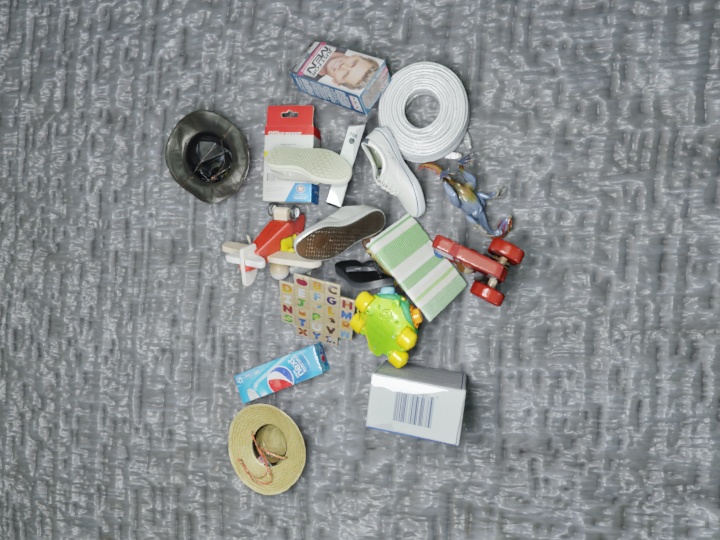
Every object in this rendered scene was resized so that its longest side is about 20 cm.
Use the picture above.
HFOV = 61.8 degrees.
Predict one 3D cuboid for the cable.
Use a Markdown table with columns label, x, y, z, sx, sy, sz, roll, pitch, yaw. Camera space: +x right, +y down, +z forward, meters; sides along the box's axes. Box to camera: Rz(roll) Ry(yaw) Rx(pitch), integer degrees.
| label | x | y | z | sx | sy | sz | roll | pitch | yaw |
| --- | --- | --- | --- | --- | --- | --- | --- | --- | --- |
| cable | 0.130 | -0.330 | 1.262 | 0.194 | 0.069 | 0.207 | -7 | 88 | 11 |

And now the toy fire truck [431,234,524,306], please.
| label | x | y | z | sx | sy | sz | roll | pitch | yaw |
| --- | --- | --- | --- | --- | --- | --- | --- | --- | --- |
| toy fire truck | 0.218 | -0.018 | 1.174 | 0.165 | 0.200 | 0.115 | 27 | 93 | 9 |

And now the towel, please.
| label | x | y | z | sx | sy | sz | roll | pitch | yaw |
| --- | --- | --- | --- | --- | --- | --- | --- | --- | --- |
| towel | 0.118 | -0.011 | 1.237 | 0.201 | 0.151 | 0.023 | 50 | 140 | 7 |

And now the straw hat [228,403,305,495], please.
| label | x | y | z | sx | sy | sz | roll | pitch | yaw |
| --- | --- | --- | --- | --- | --- | --- | --- | --- | --- |
| straw hat | -0.190 | 0.371 | 1.309 | 0.195 | 0.085 | 0.208 | 3 | 100 | 19 |

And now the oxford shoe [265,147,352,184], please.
| label | x | y | z | sx | sy | sz | roll | pitch | yaw |
| --- | --- | --- | --- | --- | --- | --- | --- | --- | --- |
| oxford shoe | -0.103 | -0.208 | 1.234 | 0.195 | 0.058 | 0.077 | 12 | 60 | 22 |

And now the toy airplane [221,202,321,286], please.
| label | x | y | z | sx | sy | sz | roll | pitch | yaw |
| --- | --- | --- | --- | --- | --- | --- | --- | --- | --- |
| toy airplane | -0.188 | -0.032 | 1.267 | 0.194 | 0.202 | 0.144 | -20 | 129 | -7 |

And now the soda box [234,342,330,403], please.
| label | x | y | z | sx | sy | sz | roll | pitch | yaw |
| --- | --- | --- | --- | --- | --- | --- | --- | --- | --- |
| soda box | -0.171 | 0.223 | 1.315 | 0.195 | 0.068 | 0.066 | -23 | 85 | 10 |

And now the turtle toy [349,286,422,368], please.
| label | x | y | z | sx | sy | sz | roll | pitch | yaw |
| --- | --- | --- | --- | --- | --- | --- | --- | --- | --- |
| turtle toy | 0.059 | 0.111 | 1.209 | 0.145 | 0.202 | 0.101 | 39 | 58 | 17 |

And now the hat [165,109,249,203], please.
| label | x | y | z | sx | sy | sz | roll | pitch | yaw |
| --- | --- | --- | --- | --- | --- | --- | --- | --- | --- |
| hat | -0.330 | -0.254 | 1.349 | 0.194 | 0.081 | 0.208 | 1 | 97 | 8 |

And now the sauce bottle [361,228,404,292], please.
| label | x | y | z | sx | sy | sz | roll | pitch | yaw |
| --- | --- | --- | --- | --- | --- | --- | --- | --- | --- |
| sauce bottle | 0.048 | -0.047 | 1.279 | 0.064 | 0.065 | 0.201 | -41 | 80 | 8 |

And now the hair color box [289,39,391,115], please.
| label | x | y | z | sx | sy | sz | roll | pitch | yaw |
| --- | --- | --- | --- | --- | --- | --- | --- | --- | --- |
| hair color box | -0.043 | -0.406 | 1.257 | 0.197 | 0.061 | 0.101 | 27 | 74 | 29 |

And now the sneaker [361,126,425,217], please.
| label | x | y | z | sx | sy | sz | roll | pitch | yaw |
| --- | --- | --- | --- | --- | --- | --- | --- | --- | --- |
| sneaker | 0.064 | -0.194 | 1.252 | 0.070 | 0.073 | 0.203 | -33 | 98 | -23 |

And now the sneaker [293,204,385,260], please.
| label | x | y | z | sx | sy | sz | roll | pitch | yaw |
| --- | --- | --- | --- | --- | --- | --- | --- | --- | --- |
| sneaker | -0.051 | -0.080 | 1.219 | 0.195 | 0.085 | 0.075 | -21 | 119 | -18 |

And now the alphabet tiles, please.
| label | x | y | z | sx | sy | sz | roll | pitch | yaw |
| --- | --- | --- | --- | --- | --- | --- | --- | --- | --- |
| alphabet tiles | -0.091 | 0.086 | 1.257 | 0.162 | 0.203 | 0.006 | 15 | 48 | 8 |

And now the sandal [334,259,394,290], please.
| label | x | y | z | sx | sy | sz | roll | pitch | yaw |
| --- | --- | --- | --- | --- | --- | --- | --- | --- | --- |
| sandal | -0.001 | 0.000 | 1.226 | 0.074 | 0.199 | 0.044 | -13 | 108 | -27 |

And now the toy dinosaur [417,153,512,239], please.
| label | x | y | z | sx | sy | sz | roll | pitch | yaw |
| --- | --- | --- | --- | --- | --- | --- | --- | --- | --- |
| toy dinosaur | 0.235 | -0.146 | 1.238 | 0.104 | 0.200 | 0.183 | -39 | 125 | -6 |

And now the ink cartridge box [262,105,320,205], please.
| label | x | y | z | sx | sy | sz | roll | pitch | yaw |
| --- | --- | --- | --- | --- | --- | --- | --- | --- | --- |
| ink cartridge box | -0.149 | -0.250 | 1.317 | 0.112 | 0.067 | 0.207 | 3 | 90 | 11 |

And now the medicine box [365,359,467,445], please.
| label | x | y | z | sx | sy | sz | roll | pitch | yaw |
| --- | --- | --- | --- | --- | --- | --- | --- | --- | --- |
| medicine box | 0.116 | 0.253 | 1.190 | 0.176 | 0.200 | 0.106 | 8 | 91 | 11 |

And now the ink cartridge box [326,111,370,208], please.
| label | x | y | z | sx | sy | sz | roll | pitch | yaw |
| --- | --- | --- | --- | --- | --- | --- | --- | --- | --- |
| ink cartridge box | -0.028 | -0.235 | 1.275 | 0.038 | 0.099 | 0.206 | 18 | 92 | -3 |
